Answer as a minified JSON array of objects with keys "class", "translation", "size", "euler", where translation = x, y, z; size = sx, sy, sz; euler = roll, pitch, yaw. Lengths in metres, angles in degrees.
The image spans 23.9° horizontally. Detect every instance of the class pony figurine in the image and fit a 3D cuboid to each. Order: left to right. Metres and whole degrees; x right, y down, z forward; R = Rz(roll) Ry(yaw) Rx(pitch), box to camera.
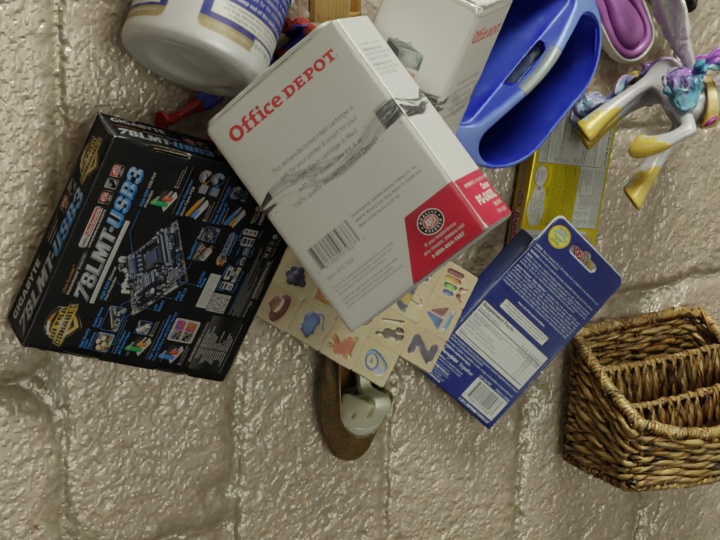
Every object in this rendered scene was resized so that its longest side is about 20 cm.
[{"class":"pony figurine","translation":[0.297,-0.176,1.607],"size":[0.199,0.193,0.167],"euler":[-35,134,4]}]

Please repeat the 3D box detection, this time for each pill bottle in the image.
[{"class":"pill bottle","translation":[-0.104,-0.252,1.361],"size":[0.119,0.119,0.201],"euler":[29,73,-36]}]

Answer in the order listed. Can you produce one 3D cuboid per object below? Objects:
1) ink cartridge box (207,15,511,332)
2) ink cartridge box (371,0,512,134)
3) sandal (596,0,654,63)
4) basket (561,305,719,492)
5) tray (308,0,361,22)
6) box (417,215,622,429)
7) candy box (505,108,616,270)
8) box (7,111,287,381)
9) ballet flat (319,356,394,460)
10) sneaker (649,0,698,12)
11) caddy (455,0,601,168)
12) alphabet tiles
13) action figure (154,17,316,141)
[{"class":"ink cartridge box","translation":[-0.002,-0.079,1.332],"size":[0.201,0.145,0.083],"euler":[54,24,3]},{"class":"ink cartridge box","translation":[0.044,-0.153,1.424],"size":[0.201,0.084,0.146],"euler":[-65,171,19]},{"class":"sandal","translation":[0.236,-0.285,1.635],"size":[0.083,0.050,0.203],"euler":[-51,124,-13]},{"class":"basket","translation":[0.321,0.131,1.746],"size":[0.199,0.142,0.150],"euler":[-7,107,-33]},{"class":"tray","translation":[-0.018,-0.302,1.371],"size":[0.037,0.099,0.202],"euler":[2,100,5]},{"class":"box","translation":[0.152,0.046,1.650],"size":[0.200,0.032,0.121],"euler":[-47,124,3]},{"class":"candy box","translation":[0.195,-0.069,1.679],"size":[0.102,0.026,0.201],"euler":[2,101,-37]},{"class":"box","translation":[-0.163,-0.014,1.403],"size":[0.198,0.050,0.201],"euler":[13,113,-35]},{"class":"ballet flat","translation":[0.003,0.088,1.561],"size":[0.067,0.072,0.202],"euler":[-7,107,-34]},{"class":"sneaker","translation":[0.294,-0.351,1.654],"size":[0.091,0.076,0.201],"euler":[-49,131,-26]},{"class":"caddy","translation":[0.136,-0.189,1.557],"size":[0.200,0.105,0.141],"euler":[-51,125,-13]},{"class":"alphabet tiles","translation":[0.000,0.000,1.514],"size":[0.199,0.006,0.167],"euler":[30,75,-9]},{"class":"action figure","translation":[-0.071,-0.168,1.426],"size":[0.200,0.099,0.065],"euler":[-38,94,-24]}]
